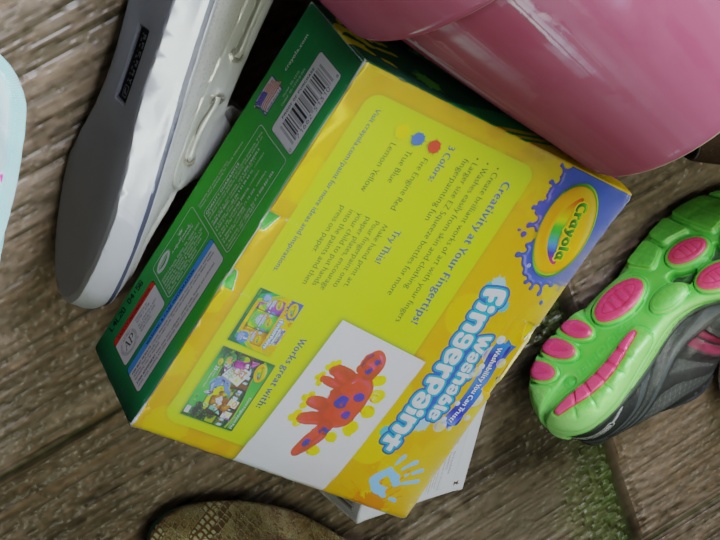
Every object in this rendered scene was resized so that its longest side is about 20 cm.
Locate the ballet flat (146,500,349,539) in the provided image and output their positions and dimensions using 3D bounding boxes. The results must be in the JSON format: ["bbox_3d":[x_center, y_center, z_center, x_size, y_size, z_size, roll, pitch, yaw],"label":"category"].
[{"bbox_3d":[-0.028,0.178,1.118,0.200,0.065,0.071,18,110,-35],"label":"ballet flat"}]

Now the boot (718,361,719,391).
[{"bbox_3d":[0.269,0.037,1.145,0.074,0.096,0.200,23,125,-7],"label":"boot"}]

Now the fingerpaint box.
[{"bbox_3d":[0.000,0.000,0.935,0.167,0.073,0.200,22,109,-33],"label":"fingerpaint box"}]

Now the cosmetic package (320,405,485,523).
[{"bbox_3d":[0.033,0.032,1.060,0.083,0.051,0.200,-10,125,-39],"label":"cosmetic package"}]

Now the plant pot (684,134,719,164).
[{"bbox_3d":[0.255,-0.124,1.026,0.200,0.187,0.187,-14,126,-3],"label":"plant pot"}]

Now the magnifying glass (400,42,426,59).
[{"bbox_3d":[0.014,-0.108,0.987,0.080,0.022,0.200,12,114,-34],"label":"magnifying glass"}]

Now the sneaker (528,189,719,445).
[{"bbox_3d":[0.182,0.026,1.143,0.200,0.077,0.084,-37,148,1],"label":"sneaker"}]

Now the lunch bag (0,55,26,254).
[{"bbox_3d":[-0.224,-0.082,0.756,0.122,0.200,0.170,-44,129,3],"label":"lunch bag"}]

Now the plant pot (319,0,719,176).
[{"bbox_3d":[0.092,-0.145,0.866,0.200,0.200,0.179,-44,115,3],"label":"plant pot"}]

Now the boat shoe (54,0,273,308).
[{"bbox_3d":[-0.085,-0.070,0.929,0.070,0.071,0.200,11,107,-31],"label":"boat shoe"}]
